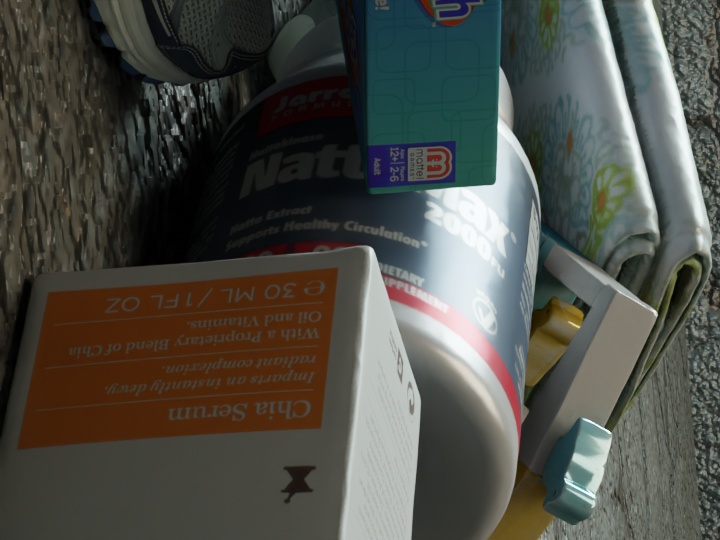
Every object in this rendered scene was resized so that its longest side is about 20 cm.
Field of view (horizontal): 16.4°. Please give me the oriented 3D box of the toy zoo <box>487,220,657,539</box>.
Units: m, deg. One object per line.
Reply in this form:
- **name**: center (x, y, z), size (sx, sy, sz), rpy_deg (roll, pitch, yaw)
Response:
- **toy zoo**: center (0.041, 0.047, 0.893), size (0.132, 0.020, 0.200), rpy_deg (-59, -159, 7)

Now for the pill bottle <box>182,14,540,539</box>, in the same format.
- **pill bottle**: center (0.000, 0.000, 0.841), size (0.200, 0.119, 0.120), rpy_deg (-80, 161, -52)

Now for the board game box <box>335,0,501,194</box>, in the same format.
- **board game box**: center (0.014, -0.149, 0.773), size (0.152, 0.045, 0.201), rpy_deg (-99, -173, -52)

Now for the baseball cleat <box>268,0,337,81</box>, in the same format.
- **baseball cleat**: center (0.024, -0.109, 1.031), size (0.070, 0.107, 0.200), rpy_deg (40, 19, -2)

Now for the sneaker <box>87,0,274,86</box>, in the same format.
- **sneaker**: center (-0.045, -0.122, 0.749), size (0.200, 0.085, 0.077), rpy_deg (67, 22, -58)

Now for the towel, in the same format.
- **towel**: center (0.080, -0.036, 0.985), size (0.172, 0.048, 0.201), rpy_deg (113, -26, -50)

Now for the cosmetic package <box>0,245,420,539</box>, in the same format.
- **cosmetic package**: center (-0.044, 0.093, 0.644), size (0.071, 0.101, 0.201), rpy_deg (71, 18, -48)
